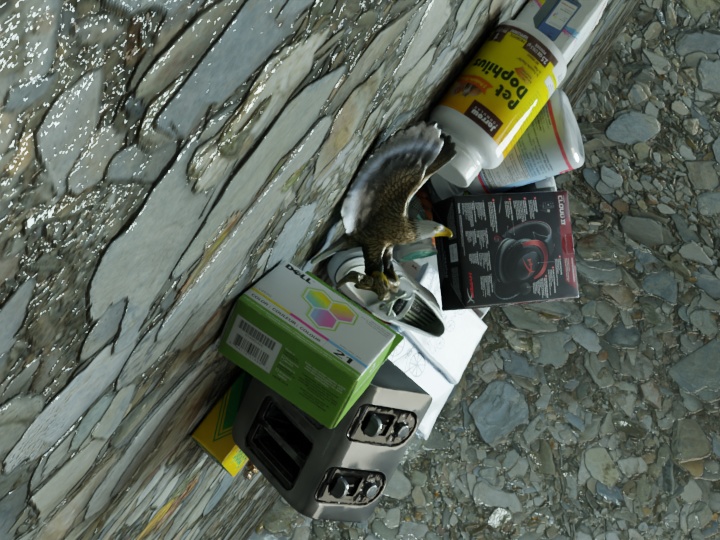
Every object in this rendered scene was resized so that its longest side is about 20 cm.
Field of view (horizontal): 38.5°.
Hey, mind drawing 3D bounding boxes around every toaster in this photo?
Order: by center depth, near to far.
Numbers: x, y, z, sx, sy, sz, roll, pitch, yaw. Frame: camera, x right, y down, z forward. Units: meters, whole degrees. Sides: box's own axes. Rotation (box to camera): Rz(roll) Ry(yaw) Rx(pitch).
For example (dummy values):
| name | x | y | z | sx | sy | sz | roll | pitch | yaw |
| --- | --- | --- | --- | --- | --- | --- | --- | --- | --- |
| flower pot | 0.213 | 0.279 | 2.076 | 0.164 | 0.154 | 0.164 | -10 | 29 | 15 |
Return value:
| name | x | y | z | sx | sy | sz | roll | pitch | yaw |
| --- | --- | --- | --- | --- | --- | --- | --- | --- | --- |
| toaster | -0.039 | 0.165 | 1.210 | 0.118 | 0.200 | 0.182 | 15 | 108 | -47 |

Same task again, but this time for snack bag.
| name | x | y | z | sx | sy | sz | roll | pitch | yaw |
| --- | --- | --- | --- | --- | --- | --- | --- | --- | --- |
| snack bag | 0.093 | 0.119 | 1.470 | 0.189 | 0.021 | 0.201 | 46 | 68 | -41 |

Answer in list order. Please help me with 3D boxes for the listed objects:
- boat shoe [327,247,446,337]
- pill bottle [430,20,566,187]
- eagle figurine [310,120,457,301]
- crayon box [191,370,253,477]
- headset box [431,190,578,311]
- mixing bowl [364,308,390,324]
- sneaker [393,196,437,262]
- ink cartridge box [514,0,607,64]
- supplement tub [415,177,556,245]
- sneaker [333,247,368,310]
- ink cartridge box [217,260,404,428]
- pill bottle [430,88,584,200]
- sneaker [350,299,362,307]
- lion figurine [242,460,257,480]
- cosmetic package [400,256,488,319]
| name | x | y | z | sx | sy | sz | roll | pitch | yaw |
| --- | --- | --- | --- | --- | --- | --- | --- | --- | --- |
| boat shoe | 0.045 | 0.030 | 1.332 | 0.199 | 0.067 | 0.074 | 23 | 110 | -40 |
| pill bottle | 0.162 | -0.206 | 1.294 | 0.201 | 0.109 | 0.109 | -53 | 172 | -8 |
| eagle figurine | 0.038 | -0.072 | 1.194 | 0.151 | 0.150 | 0.202 | 14 | -81 | 56 |
| crayon box | -0.139 | 0.181 | 1.362 | 0.173 | 0.058 | 0.200 | -52 | 172 | -14 |
| headset box | 0.206 | -0.027 | 1.402 | 0.198 | 0.150 | 0.075 | -5 | 176 | -22 |
| mixing bowl | 0.015 | 0.096 | 1.598 | 0.200 | 0.108 | 0.202 | -36 | -143 | 33 |
| sneaker | 0.060 | -0.067 | 1.427 | 0.077 | 0.092 | 0.200 | -11 | -173 | -10 |
| ink cartridge box | 0.259 | -0.323 | 1.456 | 0.200 | 0.087 | 0.145 | -51 | 172 | -9 |
| supplement tub | 0.178 | -0.109 | 1.517 | 0.198 | 0.124 | 0.123 | -17 | 169 | -3 |
| sneaker | 0.000 | 0.000 | 1.401 | 0.074 | 0.083 | 0.200 | -36 | 153 | 1 |
| ink cartridge box | -0.035 | 0.053 | 1.096 | 0.200 | 0.147 | 0.076 | -44 | 165 | -55 |
| pill bottle | 0.193 | -0.163 | 1.393 | 0.198 | 0.110 | 0.109 | -17 | -174 | 21 |
| sneaker | 0.003 | 0.134 | 1.324 | 0.073 | 0.202 | 0.070 | -30 | 144 | 32 |
| lion figurine | -0.157 | 0.245 | 1.565 | 0.123 | 0.072 | 0.200 | -64 | -169 | -19 |
| cosmetic package | 0.121 | 0.015 | 1.686 | 0.081 | 0.199 | 0.113 | -47 | 170 | -36 |
